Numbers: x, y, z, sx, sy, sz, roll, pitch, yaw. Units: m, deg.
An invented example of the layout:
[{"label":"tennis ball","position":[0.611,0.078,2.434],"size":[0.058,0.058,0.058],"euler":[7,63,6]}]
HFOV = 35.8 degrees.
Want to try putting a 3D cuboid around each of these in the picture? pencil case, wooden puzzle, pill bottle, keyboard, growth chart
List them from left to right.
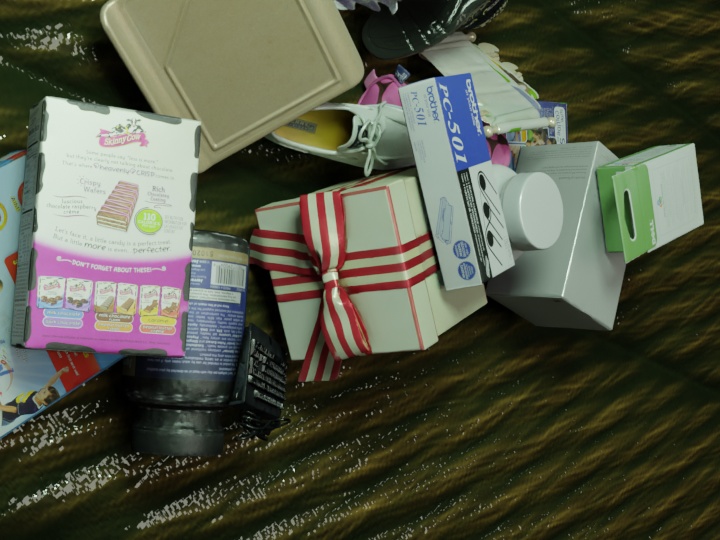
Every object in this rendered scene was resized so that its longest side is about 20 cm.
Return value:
[{"label":"pill bottle","position":[-0.162,0.066,1.028],"size":[0.111,0.111,0.202],"euler":[8,83,-43]},{"label":"wooden puzzle","position":[-0.116,-0.213,1.039],"size":[0.199,0.037,0.186],"euler":[-31,122,-4]},{"label":"keyboard","position":[-0.084,0.116,1.074],"size":[0.200,0.039,0.105],"euler":[59,41,-77]},{"label":"pencil case","position":[0.086,-0.164,1.296],"size":[0.199,0.091,0.094],"euler":[20,34,-43]},{"label":"pill bottle","position":[0.121,-0.058,1.239],"size":[0.112,0.199,0.113],"euler":[2,87,-46]},{"label":"growth chart","position":[0.144,-0.224,1.309],"size":[0.144,0.200,0.018],"euler":[-8,137,-37]}]

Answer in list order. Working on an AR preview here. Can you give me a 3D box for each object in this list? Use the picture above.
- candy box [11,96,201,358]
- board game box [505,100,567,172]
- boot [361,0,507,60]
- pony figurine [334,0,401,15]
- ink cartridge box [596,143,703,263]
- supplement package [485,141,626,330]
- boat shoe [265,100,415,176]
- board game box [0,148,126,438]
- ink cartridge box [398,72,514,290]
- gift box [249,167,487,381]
[{"label":"candy box","position":[-0.210,-0.032,0.924],"size":[0.135,0.061,0.202],"euler":[7,85,-29]},{"label":"board game box","position":[0.221,-0.119,1.453],"size":[0.135,0.034,0.202],"euler":[-3,92,-44]},{"label":"boot","position":[0.098,-0.297,1.291],"size":[0.203,0.154,0.074],"euler":[-33,87,3]},{"label":"pony figurine","position":[-0.081,-0.276,1.105],"size":[0.192,0.166,0.201],"euler":[30,85,-28]},{"label":"ink cartridge box","position":[0.335,-0.082,1.330],"size":[0.199,0.059,0.105],"euler":[-22,106,-44]},{"label":"supplement package","position":[0.253,-0.041,1.376],"size":[0.121,0.119,0.202],"euler":[30,70,-42]},{"label":"boat shoe","position":[-0.006,-0.142,1.151],"size":[0.200,0.086,0.075],"euler":[11,105,-21]},{"label":"board game box","position":[-0.316,0.029,0.920],"size":[0.195,0.056,0.201],"euler":[-35,112,-39]},{"label":"ink cartridge box","position":[0.097,-0.090,1.098],"size":[0.094,0.044,0.202],"euler":[-24,102,-60]},{"label":"gift box","position":[0.000,0.000,1.143],"size":[0.186,0.199,0.186],"euler":[-26,100,-57]}]
